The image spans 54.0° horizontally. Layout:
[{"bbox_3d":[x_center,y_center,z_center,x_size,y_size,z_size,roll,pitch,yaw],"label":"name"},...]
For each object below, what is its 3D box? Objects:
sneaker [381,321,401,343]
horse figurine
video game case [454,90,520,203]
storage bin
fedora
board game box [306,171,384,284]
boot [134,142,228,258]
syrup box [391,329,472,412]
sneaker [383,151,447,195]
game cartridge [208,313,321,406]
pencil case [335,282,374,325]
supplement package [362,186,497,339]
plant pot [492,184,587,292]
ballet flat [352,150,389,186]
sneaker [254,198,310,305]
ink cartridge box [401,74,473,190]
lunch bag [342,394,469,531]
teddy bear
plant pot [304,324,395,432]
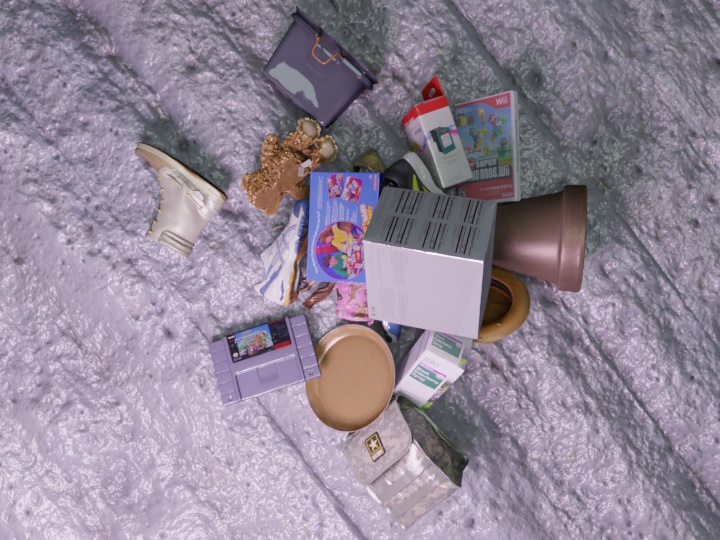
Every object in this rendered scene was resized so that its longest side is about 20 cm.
[{"bbox_3d":[0.079,0.041,1.366,0.076,0.076,0.204,6,92,2],"label":"sneaker"},{"bbox_3d":[-0.095,-0.028,1.371,0.130,0.050,0.203,-15,89,3],"label":"horse figurine"},{"bbox_3d":[0.241,-0.229,1.351,0.017,0.142,0.204,-2,90,-42],"label":"video game case"},{"bbox_3d":[-0.083,-0.372,1.331,0.199,0.146,0.135,40,99,-3],"label":"storage bin"},{"bbox_3d":[0.228,0.080,1.353,0.198,0.202,0.082,-23,134,-2],"label":"fedora"},{"bbox_3d":[-0.028,-0.079,1.302,0.132,0.045,0.204,3,91,15],"label":"board game box"},{"bbox_3d":[-0.374,-0.135,1.346,0.199,0.072,0.156,34,91,-3],"label":"boot"},{"bbox_3d":[0.127,0.180,1.307,0.078,0.201,0.082,26,52,-3],"label":"syrup box"},{"bbox_3d":[0.111,-0.123,1.307,0.084,0.075,0.201,-28,66,-7],"label":"sneaker"},{"bbox_3d":[-0.185,0.170,1.361,0.197,0.038,0.132,-17,81,-1],"label":"game cartridge"},{"bbox_3d":[0.000,0.000,1.361,0.082,0.086,0.204,5,91,-36],"label":"pencil case"},{"bbox_3d":[0.121,-0.015,1.205,0.197,0.193,0.148,10,48,14],"label":"supplement package"},{"bbox_3d":[0.335,-0.065,1.339,0.172,0.200,0.204,4,90,16],"label":"plant pot"},{"bbox_3d":[0.050,-0.136,1.364,0.070,0.071,0.202,-32,88,-2],"label":"ballet flat"},{"bbox_3d":[-0.146,-0.041,1.320,0.087,0.075,0.203,15,89,16],"label":"sneaker"},{"bbox_3d":[0.137,-0.253,1.343,0.066,0.116,0.203,-20,91,-10],"label":"ink cartridge box"},{"bbox_3d":[0.077,0.353,1.327,0.200,0.118,0.164,45,116,1],"label":"lunch bag"},{"bbox_3d":[-0.136,-0.200,1.344,0.144,0.067,0.201,21,114,-31],"label":"teddy bear"},{"bbox_3d":[-0.017,0.205,1.344,0.197,0.027,0.203,-8,73,28],"label":"plant pot"}]
